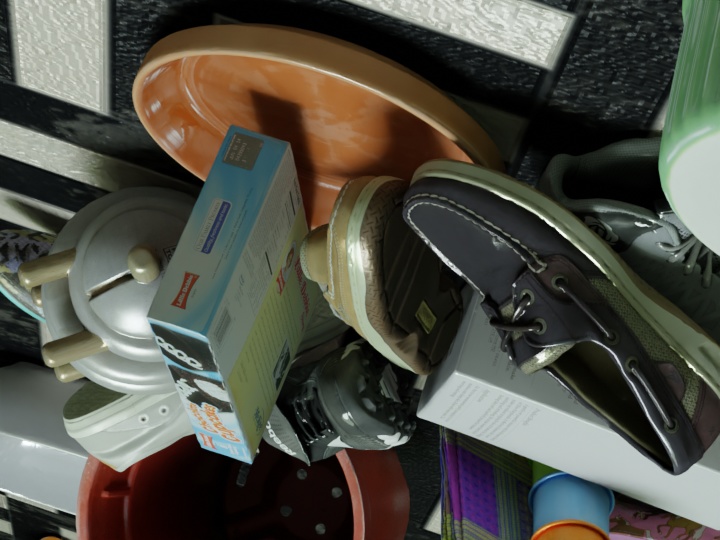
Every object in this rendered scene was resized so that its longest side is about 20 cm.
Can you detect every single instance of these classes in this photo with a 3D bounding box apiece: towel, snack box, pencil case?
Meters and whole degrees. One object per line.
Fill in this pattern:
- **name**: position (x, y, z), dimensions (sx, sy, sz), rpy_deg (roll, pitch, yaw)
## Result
- **towel**: position (0.102, 0.146, 1.341), dimensions (0.144, 0.200, 0.023), rpy_deg (31, 125, -28)
- **snack box**: position (-0.065, 0.018, 1.160), dimensions (0.037, 0.116, 0.200), rpy_deg (18, 159, 11)
- **pencil case**: position (0.240, 0.202, 1.485), dimensions (0.200, 0.087, 0.083), rpy_deg (3, 122, 34)

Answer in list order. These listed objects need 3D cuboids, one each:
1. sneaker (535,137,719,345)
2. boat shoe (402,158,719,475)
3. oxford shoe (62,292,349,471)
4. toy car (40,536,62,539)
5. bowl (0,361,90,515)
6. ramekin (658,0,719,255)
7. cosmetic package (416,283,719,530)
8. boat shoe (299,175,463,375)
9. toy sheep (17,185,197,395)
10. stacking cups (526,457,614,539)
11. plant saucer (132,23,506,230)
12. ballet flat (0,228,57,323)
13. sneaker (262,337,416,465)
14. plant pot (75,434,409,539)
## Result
- **sneaker**: position (0.174, -0.007, 1.049), dimensions (0.200, 0.075, 0.116), rpy_deg (18, 156, 4)
- **boat shoe**: position (0.099, 0.023, 1.040), dimensions (0.200, 0.065, 0.072), rpy_deg (38, 154, -6)
- **oxford shoe**: position (-0.091, 0.068, 1.349), dimensions (0.200, 0.075, 0.058), rpy_deg (-26, 113, 7)
- **toy car**: position (-0.307, 0.368, 2.276), dimensions (0.177, 0.184, 0.200), rpy_deg (13, 129, 14)
- **bowl**: position (-0.227, 0.144, 1.737), dimensions (0.200, 0.075, 0.200), rpy_deg (17, 157, 6)
- **ramekin**: position (0.216, -0.057, 0.854), dimensions (0.200, 0.098, 0.200), rpy_deg (17, 158, 7)
- **cosmetic package**: position (0.146, 0.074, 1.246), dimensions (0.200, 0.085, 0.108), rpy_deg (21, 159, -5)
- **boat shoe**: position (0.000, 0.000, 1.137), dimensions (0.076, 0.072, 0.200), rpy_deg (25, 162, 19)
- **toy sheep**: position (-0.129, 0.012, 1.262), dimensions (0.138, 0.138, 0.200), rpy_deg (20, 174, -3)
- **stacking cups**: position (0.131, 0.151, 1.289), dimensions (0.060, 0.200, 0.061), rpy_deg (2, 129, 2)
- **plant saucer**: position (-0.020, -0.072, 1.107), dimensions (0.200, 0.032, 0.200), rpy_deg (17, 159, 7)
- **ballet flat**: position (-0.158, 0.019, 1.414), dimensions (0.072, 0.072, 0.200), rpy_deg (-3, 150, 43)
- **sneaker**: position (-0.018, 0.084, 1.266), dimensions (0.090, 0.066, 0.200), rpy_deg (-26, 180, 2)
- **plant pot**: position (-0.064, 0.167, 1.467), dimensions (0.201, 0.201, 0.195), rpy_deg (12, -178, 18)
